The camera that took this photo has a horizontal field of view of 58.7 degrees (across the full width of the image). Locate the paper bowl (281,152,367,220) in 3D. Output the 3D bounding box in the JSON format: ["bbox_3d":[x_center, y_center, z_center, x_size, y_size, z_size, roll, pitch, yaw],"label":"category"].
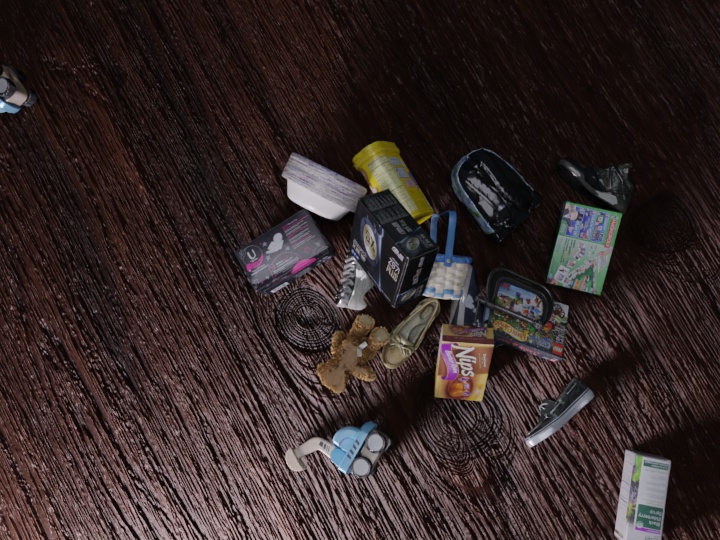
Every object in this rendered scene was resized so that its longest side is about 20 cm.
[{"bbox_3d":[-0.093,-0.190,1.512,0.200,0.201,0.105,27,97,6],"label":"paper bowl"}]

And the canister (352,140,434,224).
[{"bbox_3d":[0.081,-0.200,1.526,0.086,0.148,0.201,-34,82,26],"label":"canister"}]

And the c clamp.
[{"bbox_3d":[0.350,0.079,1.455,0.199,0.027,0.172,18,58,-10],"label":"c clamp"}]

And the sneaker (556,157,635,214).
[{"bbox_3d":[0.573,-0.230,1.538,0.199,0.076,0.115,33,85,3],"label":"sneaker"}]

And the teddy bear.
[{"bbox_3d":[-0.015,0.201,1.537,0.144,0.067,0.201,21,83,9],"label":"teddy bear"}]

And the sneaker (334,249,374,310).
[{"bbox_3d":[0.000,0.000,1.559,0.081,0.075,0.201,18,84,-14],"label":"sneaker"}]

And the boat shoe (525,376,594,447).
[{"bbox_3d":[0.452,0.330,1.498,0.200,0.072,0.071,-38,74,-11],"label":"boat shoe"}]

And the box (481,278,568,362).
[{"bbox_3d":[0.382,0.116,1.484,0.199,0.038,0.137,20,63,-10],"label":"box"}]

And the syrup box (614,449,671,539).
[{"bbox_3d":[0.640,0.519,1.453,0.078,0.081,0.202,10,84,6],"label":"syrup box"}]

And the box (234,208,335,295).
[{"bbox_3d":[-0.177,-0.042,1.536,0.199,0.132,0.115,-31,81,1],"label":"box"}]

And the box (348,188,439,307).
[{"bbox_3d":[0.068,-0.049,1.419,0.086,0.164,0.200,-20,56,-27],"label":"box"}]

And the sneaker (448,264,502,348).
[{"bbox_3d":[0.291,0.094,1.525,0.145,0.077,0.204,13,74,-7],"label":"sneaker"}]

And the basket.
[{"bbox_3d":[0.186,-0.036,1.492,0.138,0.176,0.202,8,90,-5],"label":"basket"}]

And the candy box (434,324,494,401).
[{"bbox_3d":[0.234,0.213,1.461,0.116,0.201,0.057,5,43,4],"label":"candy box"}]

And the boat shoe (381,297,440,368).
[{"bbox_3d":[0.120,0.149,1.532,0.073,0.063,0.201,42,88,7],"label":"boat shoe"}]

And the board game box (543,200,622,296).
[{"bbox_3d":[0.529,-0.053,1.524,0.134,0.029,0.202,13,97,4],"label":"board game box"}]

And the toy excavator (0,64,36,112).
[{"bbox_3d":[-0.977,-0.462,1.649,0.200,0.100,0.195,-38,82,8],"label":"toy excavator"}]

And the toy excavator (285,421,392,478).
[{"bbox_3d":[-0.052,0.422,1.511,0.199,0.100,0.195,30,85,19],"label":"toy excavator"}]

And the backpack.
[{"bbox_3d":[0.305,-0.193,1.526,0.163,0.154,0.200,-45,105,1],"label":"backpack"}]
